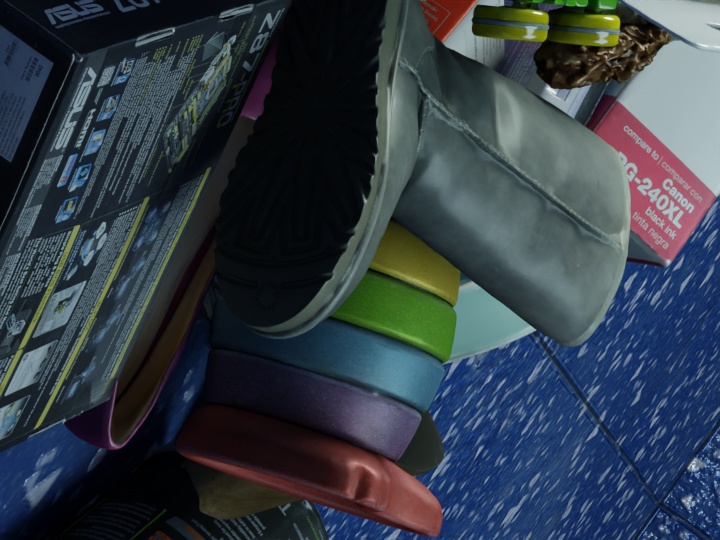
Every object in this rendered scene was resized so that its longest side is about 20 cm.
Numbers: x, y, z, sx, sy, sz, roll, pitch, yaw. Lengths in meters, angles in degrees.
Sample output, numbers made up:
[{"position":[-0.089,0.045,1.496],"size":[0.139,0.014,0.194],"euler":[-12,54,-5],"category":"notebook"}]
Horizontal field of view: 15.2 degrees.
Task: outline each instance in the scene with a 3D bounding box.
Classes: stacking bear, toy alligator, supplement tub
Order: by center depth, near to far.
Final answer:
[{"position":[0.089,-0.123,1.098],"size":[0.200,0.054,0.060],"euler":[-2,100,-42],"category":"toy alligator"},{"position":[0.000,0.000,1.180],"size":[0.121,0.113,0.201],"euler":[36,70,-67],"category":"stacking bear"},{"position":[-0.115,0.179,1.378],"size":[0.200,0.122,0.123],"euler":[-38,157,-43],"category":"supplement tub"}]

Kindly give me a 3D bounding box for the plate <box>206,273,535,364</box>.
[{"position":[0.018,0.006,1.352],"size":[0.200,0.200,0.026],"euler":[-35,119,-49],"category":"plate"}]

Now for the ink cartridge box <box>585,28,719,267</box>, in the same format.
[{"position":[0.155,-0.108,1.394],"size":[0.200,0.083,0.145],"euler":[-53,-160,-11],"category":"ink cartridge box"}]

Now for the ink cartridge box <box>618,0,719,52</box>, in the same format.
[{"position":[0.094,-0.152,0.981],"size":[0.117,0.200,0.067],"euler":[0,123,-50],"category":"ink cartridge box"}]

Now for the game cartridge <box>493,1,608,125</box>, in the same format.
[{"position":[0.087,-0.106,1.361],"size":[0.129,0.038,0.200],"euler":[-15,-142,52],"category":"game cartridge"}]

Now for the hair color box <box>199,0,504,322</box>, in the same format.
[{"position":[-0.013,-0.065,1.285],"size":[0.200,0.061,0.102],"euler":[-51,164,-15],"category":"hair color box"}]

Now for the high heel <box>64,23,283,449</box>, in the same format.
[{"position":[-0.069,-0.018,1.147],"size":[0.200,0.096,0.067],"euler":[-48,129,2],"category":"high heel"}]

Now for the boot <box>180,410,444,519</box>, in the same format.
[{"position":[-0.023,0.087,1.380],"size":[0.075,0.074,0.200],"euler":[-35,164,23],"category":"boot"}]

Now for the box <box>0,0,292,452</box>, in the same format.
[{"position":[-0.114,-0.020,1.004],"size":[0.161,0.049,0.200],"euler":[-24,145,-58],"category":"box"}]

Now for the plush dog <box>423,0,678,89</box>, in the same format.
[{"position":[0.097,-0.167,1.190],"size":[0.200,0.172,0.160],"euler":[-55,164,-3],"category":"plush dog"}]

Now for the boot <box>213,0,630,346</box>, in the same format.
[{"position":[0.033,-0.018,1.092],"size":[0.200,0.072,0.182],"euler":[46,56,-49],"category":"boot"}]
